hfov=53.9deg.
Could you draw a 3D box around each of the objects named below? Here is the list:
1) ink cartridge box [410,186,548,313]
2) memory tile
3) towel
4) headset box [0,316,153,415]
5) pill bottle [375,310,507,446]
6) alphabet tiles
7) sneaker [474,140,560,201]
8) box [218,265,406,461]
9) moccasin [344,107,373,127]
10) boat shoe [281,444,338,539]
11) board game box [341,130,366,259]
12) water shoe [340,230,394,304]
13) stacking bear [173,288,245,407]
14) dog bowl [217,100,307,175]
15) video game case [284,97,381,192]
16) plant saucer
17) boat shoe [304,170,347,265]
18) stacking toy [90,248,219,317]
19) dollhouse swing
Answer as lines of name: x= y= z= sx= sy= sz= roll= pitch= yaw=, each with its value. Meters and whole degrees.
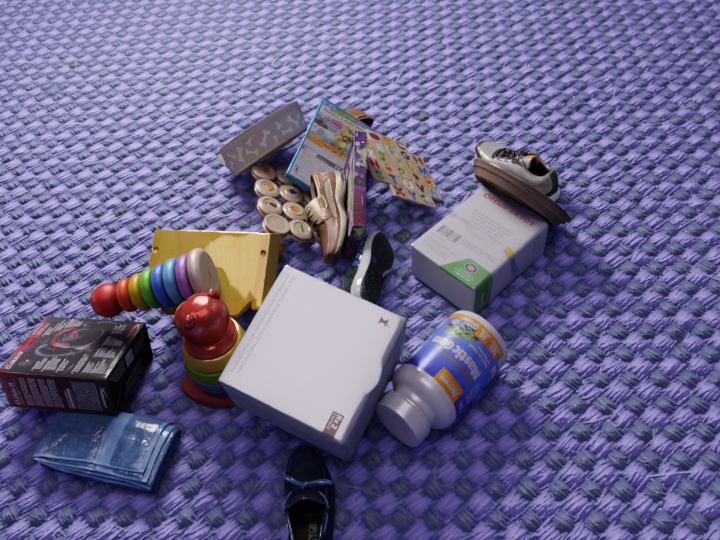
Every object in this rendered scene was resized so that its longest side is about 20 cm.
ink cartridge box: x=0.205 y=-0.037 z=1.226 sx=0.200 sy=0.088 sz=0.145 roll=-39 pitch=57 yaw=-23
memory tile: x=-0.127 y=-0.127 z=1.334 sx=0.152 sy=0.017 sz=0.201 roll=10 pitch=44 yaw=-29
towel: x=-0.378 y=0.260 z=1.061 sx=0.198 sy=0.049 sz=0.112 roll=8 pitch=50 yaw=13
headset box: x=-0.455 y=0.146 z=1.123 sx=0.198 sy=0.076 sz=0.149 roll=2 pitch=31 yaw=8
pill bottle: x=0.118 y=0.162 z=1.050 sx=0.112 sy=0.113 sz=0.200 roll=33 pitch=59 yaw=29
alphabet tiles: x=0.075 y=-0.198 z=1.365 sx=0.165 sy=0.006 sz=0.201 roll=13 pitch=40 yaw=-33
sneaker: x=0.304 y=-0.206 z=1.365 sx=0.074 sy=0.080 sz=0.200 roll=-37 pitch=54 yaw=-21
box: x=-0.062 y=0.134 z=1.021 sx=0.199 sy=0.131 sz=0.200 roll=24 pitch=67 yaw=13
moccasin: x=-0.046 y=-0.265 z=1.462 sx=0.077 sy=0.074 sz=0.201 roll=21 pitch=45 yaw=32
boat shoe: x=-0.064 y=0.321 z=0.961 sx=0.083 sy=0.069 sz=0.201 roll=-12 pitch=47 yaw=-5
board game box: x=-0.011 y=-0.136 z=1.284 sx=0.032 sy=0.120 sz=0.201 roll=3 pitch=62 yaw=-5
water shoe: x=0.000 y=0.000 z=1.223 sx=0.078 sy=0.072 sz=0.200 roll=-21 pitch=25 yaw=28
stacking bear: x=-0.224 y=0.111 z=1.070 sx=0.113 sy=0.201 sz=0.122 roll=27 pitch=57 yaw=26
dog bowl: x=-0.191 y=-0.258 z=1.406 sx=0.199 sy=0.059 sz=0.200 roll=-32 pitch=9 yaw=6
video game case: x=-0.050 y=-0.227 z=1.391 sx=0.142 sy=0.018 sz=0.201 roll=30 pitch=61 yaw=-15
plant saucer: x=0.279 y=-0.134 z=1.254 sx=0.200 sy=0.200 sz=0.030 roll=35 pitch=95 yaw=30
boat shoe: x=-0.066 y=-0.098 z=1.280 sx=0.073 sy=0.076 sz=0.201 roll=6 pitch=51 yaw=-10
stacking toy: x=-0.324 y=0.031 z=1.094 sx=0.198 sy=0.086 sz=0.086 roll=-15 pitch=49 yaw=8
dollhouse swing: x=-0.235 y=0.010 z=1.219 sx=0.198 sy=0.176 sz=0.183 roll=2 pitch=72 yaw=8
